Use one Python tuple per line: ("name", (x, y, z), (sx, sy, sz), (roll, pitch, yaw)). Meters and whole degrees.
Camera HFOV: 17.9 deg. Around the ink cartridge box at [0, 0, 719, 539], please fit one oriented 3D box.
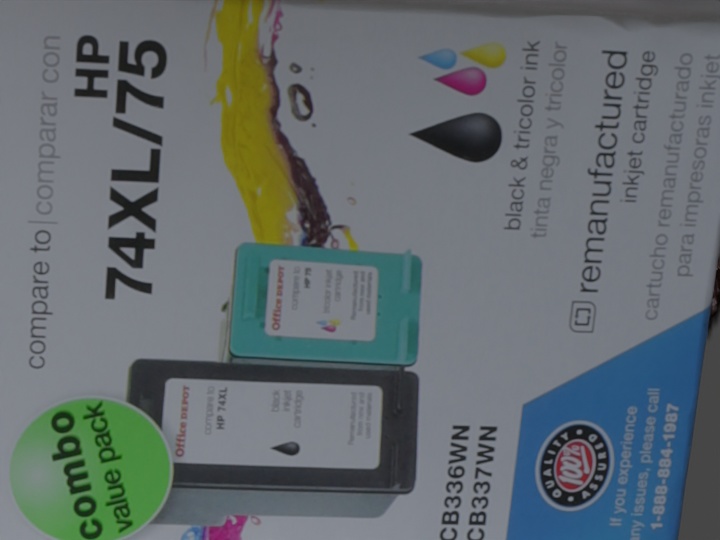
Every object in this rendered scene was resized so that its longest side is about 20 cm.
("ink cartridge box", (-0.025, -0.016, 0.588), (0.146, 0.199, 0.147), (-114, 27, -69))
